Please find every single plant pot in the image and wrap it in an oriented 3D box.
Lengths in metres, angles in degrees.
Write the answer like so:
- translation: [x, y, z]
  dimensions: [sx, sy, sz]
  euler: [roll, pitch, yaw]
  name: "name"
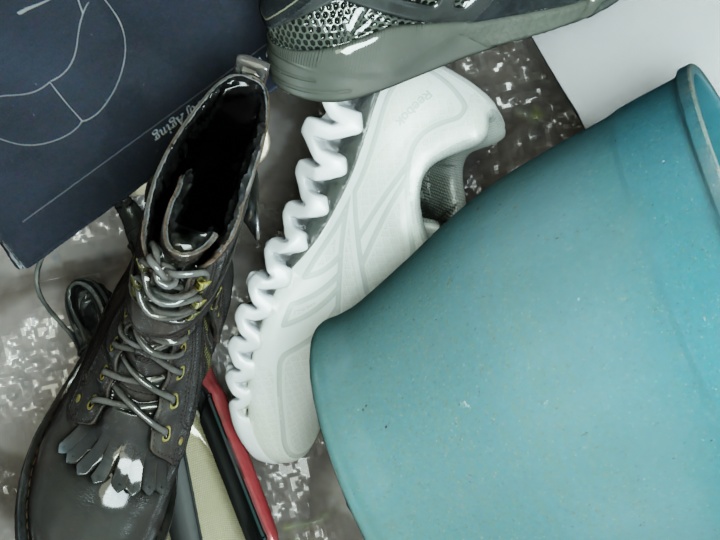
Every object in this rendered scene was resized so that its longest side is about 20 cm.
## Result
- translation: [0.089, 0.048, 0.941]
  dimensions: [0.187, 0.200, 0.201]
  euler: [-24, 95, 14]
  name: "plant pot"

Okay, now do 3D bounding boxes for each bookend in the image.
- translation: [0.109, -0.052, 1.068]
  dimensions: [0.199, 0.092, 0.199]
  euler: [-31, 91, 6]
  name: "bookend"

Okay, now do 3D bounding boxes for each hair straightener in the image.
- translation: [-0.102, 0.049, 1.058]
  dimensions: [0.077, 0.041, 0.201]
  euler: [-15, 75, -18]
  name: "hair straightener"

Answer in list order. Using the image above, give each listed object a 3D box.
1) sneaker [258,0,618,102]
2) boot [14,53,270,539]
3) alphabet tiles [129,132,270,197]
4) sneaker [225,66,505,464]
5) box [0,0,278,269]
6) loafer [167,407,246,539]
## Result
- translation: [0.047, -0.152, 0.946]
  dimensions: [0.199, 0.076, 0.115]
  euler: [-21, 125, -17]
  name: "sneaker"
- translation: [-0.088, 0.027, 0.958]
  dimensions: [0.069, 0.174, 0.201]
  euler: [18, 65, -4]
  name: "boot"
- translation: [-0.119, -0.132, 1.095]
  dimensions: [0.199, 0.015, 0.197]
  euler: [-14, 95, 0]
  name: "alphabet tiles"
- translation: [0.000, 0.000, 1.020]
  dimensions: [0.081, 0.075, 0.201]
  euler: [24, 108, 16]
  name: "sneaker"
- translation: [-0.129, -0.146, 0.988]
  dimensions: [0.200, 0.124, 0.197]
  euler: [-35, 123, 3]
  name: "box"
- translation: [-0.078, 0.131, 1.093]
  dimensions: [0.075, 0.068, 0.201]
  euler: [-24, 94, 1]
  name: "loafer"
